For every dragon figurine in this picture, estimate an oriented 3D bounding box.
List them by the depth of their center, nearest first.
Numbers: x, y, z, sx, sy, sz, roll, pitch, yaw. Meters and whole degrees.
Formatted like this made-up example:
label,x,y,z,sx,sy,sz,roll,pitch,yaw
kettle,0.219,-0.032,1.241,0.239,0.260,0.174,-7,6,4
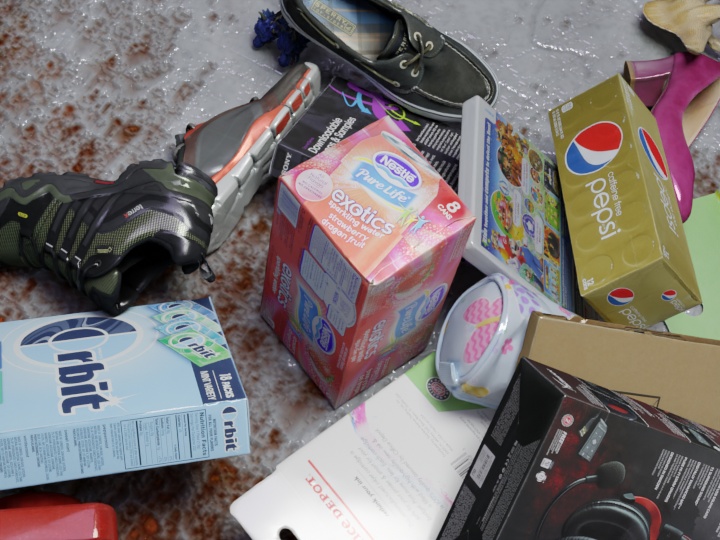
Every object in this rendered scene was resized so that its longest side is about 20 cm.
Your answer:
label,x,y,z,sx,sy,sz,roll,pitch,yaw
dragon figurine,-0.011,-0.252,1.126,0.059,0.200,0.099,46,28,10

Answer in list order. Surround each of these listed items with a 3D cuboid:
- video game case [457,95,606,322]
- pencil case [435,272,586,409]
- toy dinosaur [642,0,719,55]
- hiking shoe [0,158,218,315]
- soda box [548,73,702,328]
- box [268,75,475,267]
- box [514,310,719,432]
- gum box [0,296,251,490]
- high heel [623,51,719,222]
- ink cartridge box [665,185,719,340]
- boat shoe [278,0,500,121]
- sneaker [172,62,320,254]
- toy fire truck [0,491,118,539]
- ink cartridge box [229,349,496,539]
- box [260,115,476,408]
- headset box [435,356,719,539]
label,x,y,z,sx,sy,sz,roll,pitch,yaw
video game case,0.143,-0.024,1.015,0.200,0.018,0.144,36,44,-34
pencil case,0.150,0.079,0.955,0.200,0.083,0.091,28,95,-23
toy dinosaur,0.303,-0.219,1.198,0.101,0.058,0.200,7,37,-5
hiking shoe,-0.201,-0.017,0.977,0.199,0.076,0.101,-11,60,13
soda box,0.196,-0.052,1.011,0.068,0.064,0.201,-28,42,25
box,0.042,-0.078,1.066,0.199,0.036,0.143,26,34,5
box,0.168,0.135,0.918,0.163,0.021,0.201,9,101,-18
gum box,-0.187,0.080,0.914,0.199,0.045,0.170,-6,23,-12
high heel,0.280,-0.113,1.125,0.095,0.068,0.200,-2,40,1
ink cartridge box,0.330,-0.017,1.102,0.199,0.048,0.146,-14,64,-18
boat shoe,0.025,-0.178,1.076,0.199,0.057,0.069,27,90,-9
sneaker,-0.105,-0.104,1.068,0.082,0.077,0.200,29,60,15
toy fire truck,-0.249,0.183,0.829,0.199,0.168,0.113,-1,61,-10
ink cartridge box,0.015,0.160,0.942,0.200,0.067,0.117,-33,71,-24
box,0.000,0.000,0.951,0.094,0.200,0.103,-31,69,-22
headset box,0.169,0.162,0.871,0.199,0.075,0.149,22,99,-21
